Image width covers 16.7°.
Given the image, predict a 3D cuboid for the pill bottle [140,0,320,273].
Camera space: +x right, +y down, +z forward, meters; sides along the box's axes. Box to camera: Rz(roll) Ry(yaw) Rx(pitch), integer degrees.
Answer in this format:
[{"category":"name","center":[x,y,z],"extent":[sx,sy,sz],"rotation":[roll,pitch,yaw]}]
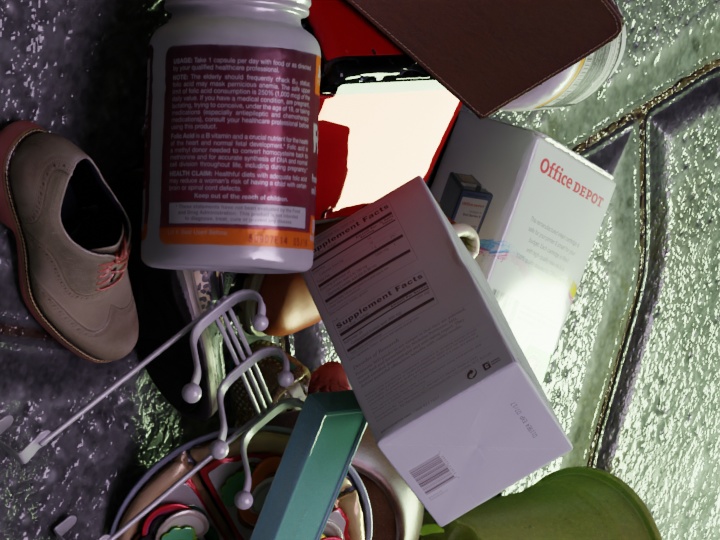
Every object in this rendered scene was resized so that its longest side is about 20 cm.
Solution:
[{"category":"pill bottle","center":[-0.083,-0.101,1.590],"extent":[0.114,0.114,0.201],"rotation":[5,87,-54]}]

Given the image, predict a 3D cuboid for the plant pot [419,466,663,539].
[{"category":"plant pot","center":[0.126,0.267,2.055],"extent":[0.183,0.200,0.202],"rotation":[3,103,-42]}]

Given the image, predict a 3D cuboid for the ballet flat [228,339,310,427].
[{"category":"ballet flat","center":[-0.059,0.148,1.838],"extent":[0.070,0.065,0.201],"rotation":[-37,133,-40]}]

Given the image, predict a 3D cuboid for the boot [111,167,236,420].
[{"category":"boot","center":[-0.094,-0.009,1.721],"extent":[0.150,0.073,0.201],"rotation":[-37,127,-38]}]

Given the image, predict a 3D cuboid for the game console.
[{"category":"game console","center":[-0.011,-0.140,1.733],"extent":[0.200,0.118,0.173],"rotation":[-9,70,-56]}]

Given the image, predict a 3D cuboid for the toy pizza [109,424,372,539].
[{"category":"toy pizza","center":[-0.085,0.204,1.771],"extent":[0.199,0.032,0.201],"rotation":[-7,118,-14]}]

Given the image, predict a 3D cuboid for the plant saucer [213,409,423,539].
[{"category":"plant saucer","center":[-0.044,0.198,1.818],"extent":[0.199,0.032,0.201],"rotation":[-7,119,-13]}]

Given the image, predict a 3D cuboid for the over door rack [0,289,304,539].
[{"category":"over door rack","center":[-0.130,0.116,1.650],"extent":[0.199,0.067,0.148],"rotation":[-30,141,-8]}]

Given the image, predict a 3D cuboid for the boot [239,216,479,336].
[{"category":"boot","center":[0.000,0.000,1.819],"extent":[0.200,0.107,0.075],"rotation":[-32,132,-39]}]

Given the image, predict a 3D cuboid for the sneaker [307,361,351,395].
[{"category":"sneaker","center":[-0.004,0.134,1.911],"extent":[0.082,0.077,0.201],"rotation":[-57,150,-30]}]

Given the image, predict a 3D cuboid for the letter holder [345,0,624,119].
[{"category":"letter holder","center":[0.074,-0.223,1.668],"extent":[0.200,0.142,0.101],"rotation":[38,38,-33]}]

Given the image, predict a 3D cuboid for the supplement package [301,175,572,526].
[{"category":"supplement package","center":[0.048,0.054,1.694],"extent":[0.109,0.200,0.114],"rotation":[-30,135,5]}]

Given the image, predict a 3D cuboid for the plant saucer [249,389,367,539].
[{"category":"plant saucer","center":[-0.046,0.176,1.724],"extent":[0.070,0.019,0.201],"rotation":[-2,118,-54]}]

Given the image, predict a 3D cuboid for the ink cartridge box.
[{"category":"ink cartridge box","center":[0.112,-0.010,1.979],"extent":[0.145,0.087,0.201],"rotation":[24,87,-55]}]

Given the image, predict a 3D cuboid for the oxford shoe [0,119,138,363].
[{"category":"oxford shoe","center":[-0.181,-0.006,1.599],"extent":[0.071,0.075,0.201],"rotation":[-51,140,-27]}]

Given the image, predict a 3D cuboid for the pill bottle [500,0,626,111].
[{"category":"pill bottle","center":[0.138,-0.181,1.880],"extent":[0.200,0.116,0.117],"rotation":[-15,119,-71]}]
